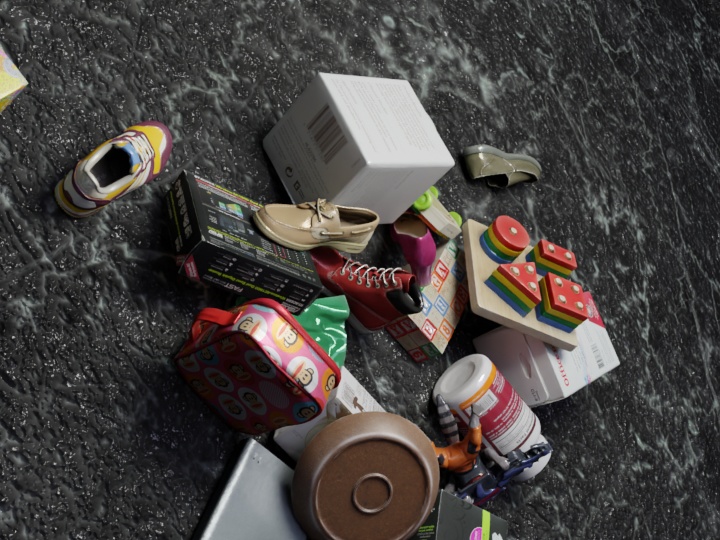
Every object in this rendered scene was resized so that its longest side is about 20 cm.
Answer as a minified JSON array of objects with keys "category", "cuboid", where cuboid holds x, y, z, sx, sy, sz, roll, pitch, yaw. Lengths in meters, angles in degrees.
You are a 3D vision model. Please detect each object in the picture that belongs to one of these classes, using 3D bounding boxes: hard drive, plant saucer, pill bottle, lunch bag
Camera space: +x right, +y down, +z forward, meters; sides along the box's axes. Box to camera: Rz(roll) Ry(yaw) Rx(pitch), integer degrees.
[{"category":"hard drive","cuboid":[-0.136,0.332,1.135,0.140,0.033,0.200,44,48,-22]},{"category":"plant saucer","cuboid":[0.012,0.282,1.166,0.199,0.034,0.201,-3,102,-15]},{"category":"pill bottle","cuboid":[0.216,0.240,1.462,0.200,0.113,0.113,50,45,-17]},{"category":"lunch bag","cuboid":[-0.139,0.113,1.110,0.176,0.200,0.082,48,50,-18]}]

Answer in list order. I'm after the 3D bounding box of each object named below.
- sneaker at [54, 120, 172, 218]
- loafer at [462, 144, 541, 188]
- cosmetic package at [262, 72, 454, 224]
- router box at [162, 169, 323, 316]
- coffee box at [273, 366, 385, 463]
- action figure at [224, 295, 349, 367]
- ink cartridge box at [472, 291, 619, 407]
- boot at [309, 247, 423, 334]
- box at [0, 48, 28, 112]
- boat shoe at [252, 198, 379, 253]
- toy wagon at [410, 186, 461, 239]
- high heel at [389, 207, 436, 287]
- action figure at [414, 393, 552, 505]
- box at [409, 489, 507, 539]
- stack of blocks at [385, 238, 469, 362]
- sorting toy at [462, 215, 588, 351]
[{"category":"sneaker","cuboid":[-0.292,-0.139,1.150,0.075,0.090,0.200,51,45,-14]},{"category":"loafer","cuboid":[0.271,-0.189,1.748,0.199,0.075,0.070,8,78,-37]},{"category":"cosmetic package","cuboid":[-0.003,-0.178,1.373,0.199,0.166,0.168,-6,62,-46]},{"category":"router box","cuboid":[-0.158,-0.035,1.214,0.199,0.062,0.150,24,30,-36]},{"category":"coffee box","cuboid":[-0.007,0.245,1.230,0.200,0.114,0.080,49,20,-18]},{"category":"action figure","cuboid":[-0.111,0.078,1.258,0.199,0.055,0.119,13,65,-33]},{"category":"ink cartridge box","cuboid":[0.324,0.143,1.587,0.200,0.144,0.146,-16,83,-47]},{"category":"boot","cuboid":[0.000,0.000,1.336,0.200,0.144,0.073,46,48,-18]},{"category":"box","cuboid":[-0.478,-0.154,0.901,0.122,0.192,0.200,53,45,-13]},{"category":"boat shoe","cuboid":[-0.059,-0.071,1.257,0.199,0.065,0.071,4,43,-45]},{"category":"toy wagon","cuboid":[0.094,-0.136,1.527,0.200,0.040,0.155,52,12,25]},{"category":"high heel","cuboid":[0.080,-0.071,1.448,0.201,0.067,0.096,-94,178,-49]},{"category":"action figure","cuboid":[0.182,0.277,1.392,0.194,0.199,0.105,64,-1,-31]},{"category":"box","cuboid":[0.108,0.430,1.264,0.148,0.124,0.201,31,54,-31]},{"category":"stack of blocks","cuboid":[0.113,0.037,1.491,0.115,0.058,0.200,48,46,-17]},{"category":"sorting toy","cuboid":[0.273,0.007,1.482,0.198,0.070,0.201,22,42,-21]}]
